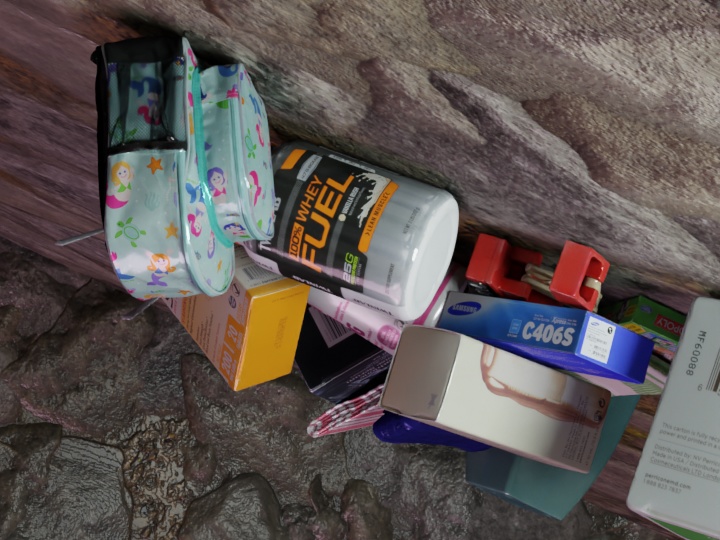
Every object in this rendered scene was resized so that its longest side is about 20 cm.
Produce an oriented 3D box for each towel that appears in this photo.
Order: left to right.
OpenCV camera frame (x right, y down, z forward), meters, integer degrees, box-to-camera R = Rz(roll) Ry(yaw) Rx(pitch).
[{"bbox_3d":[0.050,0.136,1.864,0.199,0.030,0.146,-30,164,35],"label":"towel"},{"bbox_3d":[0.119,0.148,1.759,0.146,0.050,0.200,8,160,-25],"label":"towel"},{"bbox_3d":[0.227,0.108,1.695,0.152,0.024,0.199,26,155,-39],"label":"towel"}]

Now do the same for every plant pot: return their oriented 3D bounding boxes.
[{"bbox_3d":[0.212,0.173,1.893,0.141,0.202,0.141,27,170,-27],"label":"plant pot"}]

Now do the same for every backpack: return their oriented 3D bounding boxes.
[{"bbox_3d":[-0.148,-0.076,1.370,0.149,0.202,0.178,1,166,8],"label":"backpack"}]

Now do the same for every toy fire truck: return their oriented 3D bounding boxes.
[{"bbox_3d":[0.175,0.013,1.549,0.140,0.049,0.200,17,170,25],"label":"toy fire truck"}]

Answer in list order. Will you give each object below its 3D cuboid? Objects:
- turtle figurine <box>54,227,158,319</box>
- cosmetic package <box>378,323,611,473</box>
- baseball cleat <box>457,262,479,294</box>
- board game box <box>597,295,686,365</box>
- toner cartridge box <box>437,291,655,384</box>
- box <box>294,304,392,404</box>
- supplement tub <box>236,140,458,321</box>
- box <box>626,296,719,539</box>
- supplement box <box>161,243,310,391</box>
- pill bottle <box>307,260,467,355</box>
[{"bbox_3d":[-0.192,-0.034,1.802,0.192,0.201,0.145,-4,122,23],"label":"turtle figurine"},{"bbox_3d":[0.131,0.123,1.584,0.199,0.088,0.103,21,174,-34],"label":"cosmetic package"},{"bbox_3d":[0.149,0.049,1.758,0.198,0.070,0.106,20,171,15],"label":"baseball cleat"},{"bbox_3d":[0.302,0.073,1.643,0.133,0.029,0.200,23,171,-5],"label":"board game box"},{"bbox_3d":[0.171,0.062,1.545,0.094,0.044,0.199,25,170,-35],"label":"toner cartridge box"},{"bbox_3d":[0.005,0.066,1.829,0.108,0.148,0.200,61,-175,14],"label":"box"},{"bbox_3d":[-0.021,-0.042,1.484,0.198,0.124,0.123,20,170,17],"label":"supplement tub"},{"bbox_3d":[0.370,0.155,1.398,0.198,0.202,0.171,13,169,43],"label":"box"},{"bbox_3d":[-0.140,0.004,1.645,0.073,0.127,0.200,-16,-133,-33],"label":"supplement box"},{"bbox_3d":[0.000,0.000,1.667,0.199,0.114,0.113,31,172,8],"label":"pill bottle"}]
